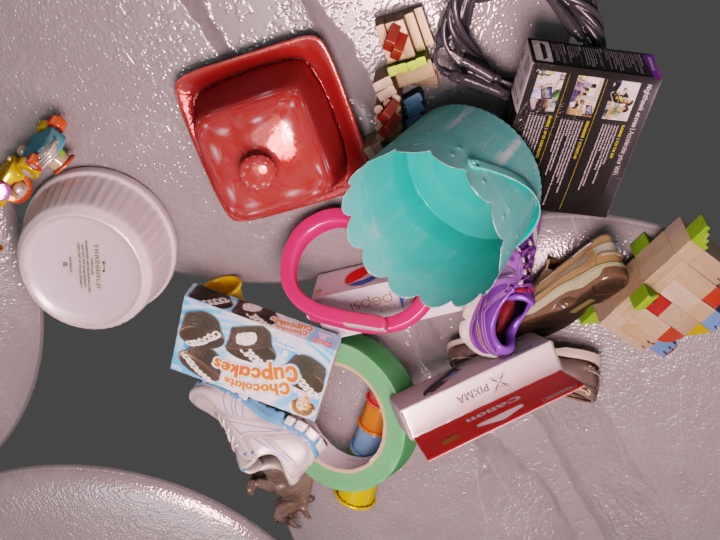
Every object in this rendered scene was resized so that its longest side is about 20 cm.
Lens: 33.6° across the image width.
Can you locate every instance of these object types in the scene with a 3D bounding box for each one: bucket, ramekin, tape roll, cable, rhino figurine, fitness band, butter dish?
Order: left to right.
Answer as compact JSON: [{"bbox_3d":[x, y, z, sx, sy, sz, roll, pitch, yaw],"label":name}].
[{"bbox_3d":[-0.335,-0.019,1.488,0.200,0.094,0.205,3,118,5],"label":"ramekin"},{"bbox_3d":[-0.108,-0.138,1.371,0.197,0.148,0.202,-15,116,14],"label":"butter dish"},{"bbox_3d":[-0.112,0.282,1.642,0.086,0.060,0.202,-14,118,8],"label":"rhino figurine"},{"bbox_3d":[-0.020,0.182,1.538,0.198,0.048,0.203,8,106,29],"label":"tape roll"},{"bbox_3d":[0.000,0.000,1.439,0.198,0.037,0.145,11,75,18],"label":"fitness band"},{"bbox_3d":[0.096,-0.074,1.321,0.205,0.135,0.209,21,134,24],"label":"bucket"},{"bbox_3d":[0.188,-0.265,1.334,0.198,0.051,0.165,18,111,-7],"label":"cable"}]

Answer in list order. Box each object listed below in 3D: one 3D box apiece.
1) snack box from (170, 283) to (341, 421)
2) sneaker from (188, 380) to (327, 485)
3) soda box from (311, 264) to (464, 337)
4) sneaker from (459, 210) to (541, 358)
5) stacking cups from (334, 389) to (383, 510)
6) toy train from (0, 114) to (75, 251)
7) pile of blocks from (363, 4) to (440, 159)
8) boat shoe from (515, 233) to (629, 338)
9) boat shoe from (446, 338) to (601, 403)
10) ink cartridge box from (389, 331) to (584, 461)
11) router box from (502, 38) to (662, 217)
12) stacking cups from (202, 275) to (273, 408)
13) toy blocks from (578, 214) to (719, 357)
[{"bbox_3d":[-0.132,0.103,1.487,0.198,0.037,0.117,19,123,4],"label":"snack box"},{"bbox_3d":[-0.146,0.208,1.523,0.198,0.087,0.075,23,155,22],"label":"sneaker"},{"bbox_3d":[0.043,0.025,1.485,0.198,0.068,0.064,-13,116,12],"label":"soda box"},{"bbox_3d":[0.185,0.007,1.419,0.080,0.083,0.202,13,89,-32],"label":"sneaker"},{"bbox_3d":[0.016,0.221,1.598,0.060,0.061,0.202,14,113,-2],"label":"stacking cups"},{"bbox_3d":[-0.407,-0.091,1.434,0.200,0.151,0.055,-41,123,19],"label":"toy train"},{"bbox_3d":[0.048,-0.199,1.370,0.081,0.062,0.202,6,119,3],"label":"pile of blocks"},{"bbox_3d":[0.244,0.021,1.466,0.071,0.077,0.199,13,145,-41],"label":"boat shoe"},{"bbox_3d":[0.206,0.127,1.513,0.197,0.060,0.072,8,159,-1],"label":"boat shoe"},{"bbox_3d":[0.142,0.141,1.386,0.198,0.176,0.045,-25,97,-5],"label":"ink cartridge box"},{"bbox_3d":[0.234,-0.155,1.342,0.147,0.051,0.201,6,133,-8],"label":"router box"},{"bbox_3d":[-0.155,0.109,1.554,0.060,0.061,0.202,-10,116,11],"label":"stacking cups"},{"bbox_3d":[0.384,0.033,1.449,0.136,0.100,0.200,31,118,-23],"label":"toy blocks"}]
